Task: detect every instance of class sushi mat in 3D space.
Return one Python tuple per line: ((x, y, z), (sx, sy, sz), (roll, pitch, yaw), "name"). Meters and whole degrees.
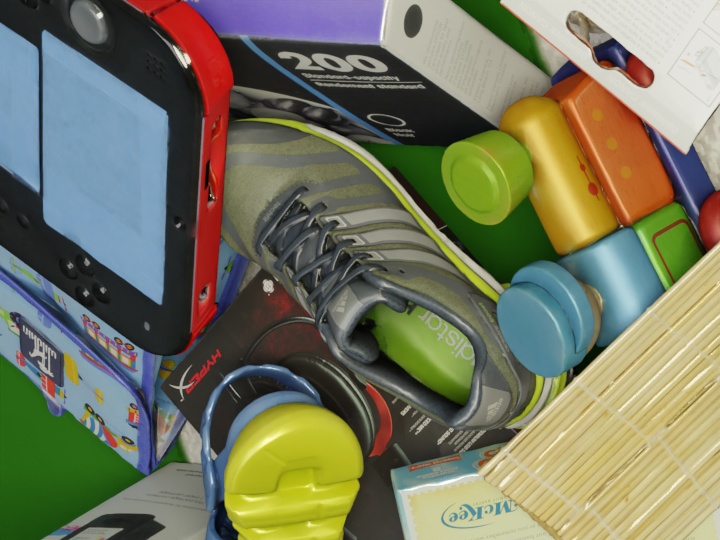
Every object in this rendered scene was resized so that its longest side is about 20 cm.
((0.150, 0.043, 0.966), (0.200, 0.012, 0.096), (-44, 112, 6), "sushi mat")

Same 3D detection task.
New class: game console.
((-0.133, -0.066, 1.021), (0.177, 0.031, 0.200), (31, 140, 20), "game console")

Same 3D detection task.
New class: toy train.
((0.079, -0.060, 0.986), (0.085, 0.116, 0.200), (-24, 93, 55), "toy train")

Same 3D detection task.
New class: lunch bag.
((-0.144, 0.005, 1.199), (0.150, 0.094, 0.200), (35, 141, 16), "lunch bag")

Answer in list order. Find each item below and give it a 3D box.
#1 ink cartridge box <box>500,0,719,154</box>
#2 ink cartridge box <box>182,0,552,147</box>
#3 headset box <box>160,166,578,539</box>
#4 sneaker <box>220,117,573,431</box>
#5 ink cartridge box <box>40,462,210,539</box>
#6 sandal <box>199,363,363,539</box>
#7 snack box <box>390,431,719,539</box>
((0.155, -0.158, 0.936), (0.109, 0.050, 0.200), (41, 118, 15), "ink cartridge box")
((-0.045, -0.106, 1.022), (0.198, 0.200, 0.044), (6, 76, 33), "ink cartridge box")
((0.023, 0.077, 1.110), (0.200, 0.075, 0.149), (49, 125, 9), "headset box")
((0.000, 0.000, 1.009), (0.200, 0.081, 0.074), (35, 107, 15), "sneaker")
((-0.115, 0.202, 1.170), (0.083, 0.200, 0.146), (3, 109, 33), "ink cartridge box")
((-0.042, 0.121, 1.086), (0.087, 0.079, 0.200), (-116, 29, -48), "sandal")
((0.122, 0.122, 1.016), (0.199, 0.037, 0.116), (-13, 103, -1), "snack box")
